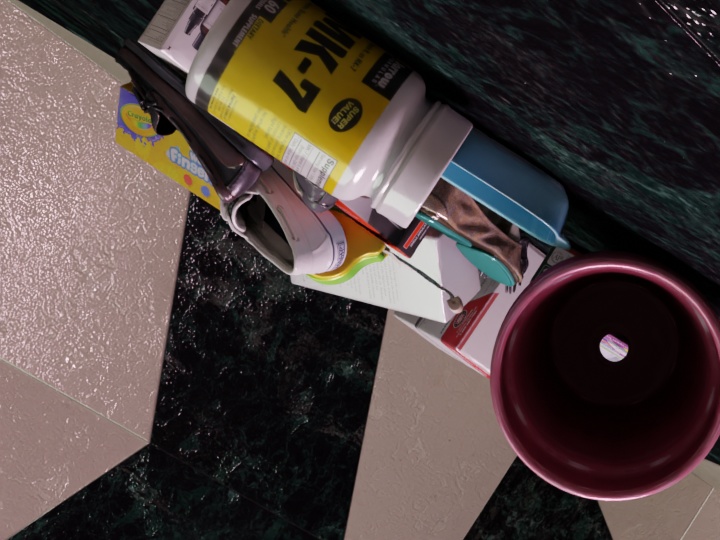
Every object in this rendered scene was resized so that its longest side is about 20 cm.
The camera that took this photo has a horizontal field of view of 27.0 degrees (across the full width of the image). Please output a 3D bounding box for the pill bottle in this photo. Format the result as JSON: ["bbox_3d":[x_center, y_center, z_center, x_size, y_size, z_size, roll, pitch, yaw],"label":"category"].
[{"bbox_3d":[-0.022,-0.126,1.137,0.199,0.115,0.114,33,177,0],"label":"pill bottle"}]

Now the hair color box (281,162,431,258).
[{"bbox_3d":[0.008,-0.100,1.382,0.061,0.102,0.200,33,178,39],"label":"hair color box"}]

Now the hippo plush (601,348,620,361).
[{"bbox_3d":[0.274,0.142,1.878,0.200,0.161,0.159,35,177,-20],"label":"hippo plush"}]

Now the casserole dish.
[{"bbox_3d":[0.097,-0.086,1.239,0.199,0.039,0.121,33,177,10],"label":"casserole dish"}]

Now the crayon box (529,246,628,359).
[{"bbox_3d":[0.280,0.062,1.481,0.199,0.058,0.172,33,178,27],"label":"crayon box"}]

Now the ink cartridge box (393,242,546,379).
[{"bbox_3d":[0.138,0.032,1.720,0.084,0.145,0.200,36,176,-20],"label":"ink cartridge box"}]

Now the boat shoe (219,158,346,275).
[{"bbox_3d":[-0.095,-0.064,1.378,0.065,0.074,0.200,-16,-140,-38],"label":"boat shoe"}]

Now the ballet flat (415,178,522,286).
[{"bbox_3d":[0.116,-0.045,1.431,0.068,0.068,0.200,26,174,34],"label":"ballet flat"}]

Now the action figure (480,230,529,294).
[{"bbox_3d":[0.081,-0.040,1.621,0.200,0.103,0.119,29,-173,41],"label":"action figure"}]

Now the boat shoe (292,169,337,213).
[{"bbox_3d":[-0.062,-0.133,1.253,0.072,0.063,0.201,-8,-127,-30],"label":"boat shoe"}]

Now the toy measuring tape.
[{"bbox_3d":[0.000,0.000,1.410,0.200,0.074,0.074,36,178,13],"label":"toy measuring tape"}]

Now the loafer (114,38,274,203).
[{"bbox_3d":[-0.165,-0.138,1.370,0.200,0.063,0.072,41,-176,25],"label":"loafer"}]

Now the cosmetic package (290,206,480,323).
[{"bbox_3d":[0.018,-0.025,1.541,0.199,0.071,0.102,15,128,33],"label":"cosmetic package"}]

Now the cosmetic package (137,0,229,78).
[{"bbox_3d":[-0.102,-0.186,1.385,0.200,0.083,0.051,35,178,-38],"label":"cosmetic package"}]

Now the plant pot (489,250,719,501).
[{"bbox_3d":[0.216,0.076,1.292,0.199,0.201,0.179,33,-167,4],"label":"plant pot"}]

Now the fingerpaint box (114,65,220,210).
[{"bbox_3d":[-0.123,-0.142,1.544,0.199,0.074,0.167,32,-139,24],"label":"fingerpaint box"}]
